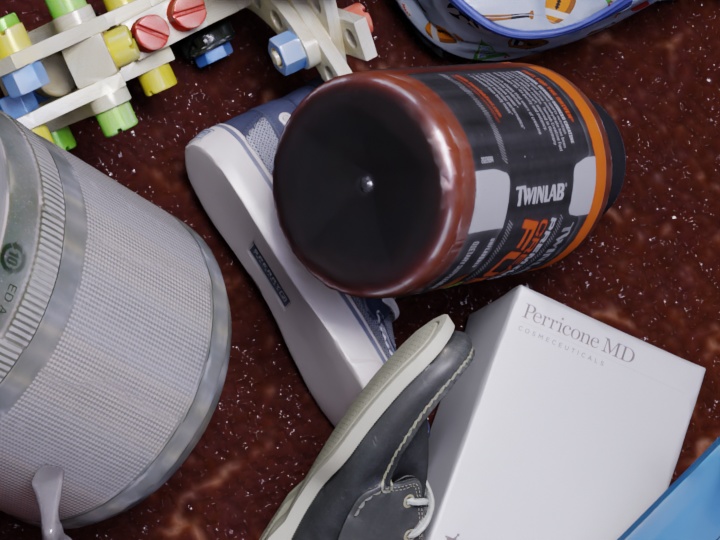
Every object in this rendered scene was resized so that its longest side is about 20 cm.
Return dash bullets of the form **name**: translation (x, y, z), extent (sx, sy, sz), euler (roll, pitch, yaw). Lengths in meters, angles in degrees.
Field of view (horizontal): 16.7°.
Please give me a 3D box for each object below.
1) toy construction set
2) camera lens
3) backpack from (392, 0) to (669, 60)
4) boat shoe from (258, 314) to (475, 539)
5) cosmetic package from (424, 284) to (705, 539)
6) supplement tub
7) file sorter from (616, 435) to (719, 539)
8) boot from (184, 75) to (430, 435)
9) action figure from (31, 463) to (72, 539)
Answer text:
- **toy construction set**: translation (-0.096, -0.113, 1.199), extent (0.199, 0.131, 0.092), euler (-12, 92, -20)
- **camera lens**: translation (-0.168, 0.018, 1.103), extent (0.200, 0.160, 0.161), euler (33, 66, -47)
- **backpack**: translation (0.096, -0.202, 1.268), extent (0.190, 0.154, 0.200), euler (-32, 88, -11)
- **boat shoe**: translation (0.007, 0.103, 1.162), extent (0.067, 0.200, 0.072), euler (31, 30, 0)
- **cosmetic package**: translation (0.083, 0.122, 1.219), extent (0.113, 0.081, 0.201), euler (22, 74, -10)
- **supplement tub**: translation (0.053, -0.047, 1.187), extent (0.200, 0.107, 0.107), euler (-11, 78, -55)
- **file sorter**: translation (0.192, 0.200, 1.103), extent (0.200, 0.123, 0.139), euler (44, 96, -2)
- **boot**: translation (0.000, 0.000, 1.231), extent (0.090, 0.073, 0.200), euler (-30, 91, -23)
- **action figure**: translation (-0.179, 0.196, 1.103), extent (0.199, 0.105, 0.194), euler (-25, 124, -6)
